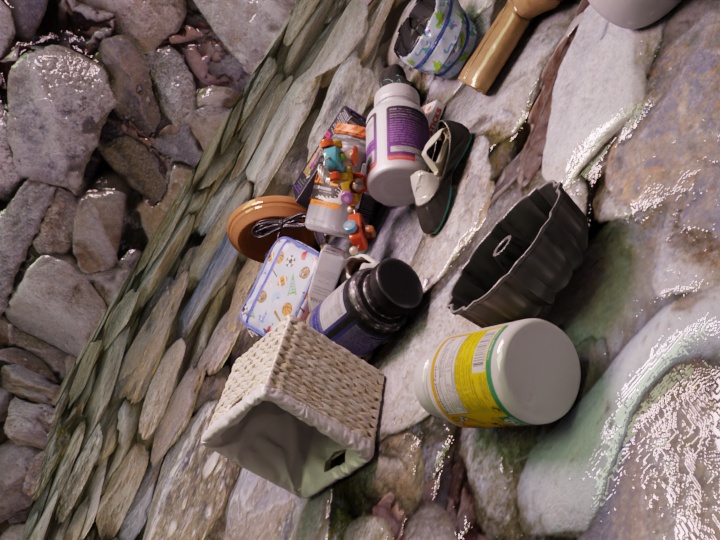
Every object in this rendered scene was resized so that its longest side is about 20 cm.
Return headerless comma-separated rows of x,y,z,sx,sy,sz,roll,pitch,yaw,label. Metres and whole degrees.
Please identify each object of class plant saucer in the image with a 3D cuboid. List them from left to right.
-0.171,-0.073,2.003,0.200,0.199,0.038,-44,39,39,plant saucer

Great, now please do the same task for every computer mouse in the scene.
-0.122,-0.016,1.943,0.139,0.201,0.046,-16,3,13,computer mouse

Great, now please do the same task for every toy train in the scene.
-0.014,-0.130,1.653,0.055,0.201,0.151,-13,46,11,toy train

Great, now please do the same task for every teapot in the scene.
0.349,-0.422,1.279,0.200,0.145,0.198,-9,55,64,teapot

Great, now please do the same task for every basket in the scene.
-0.093,0.206,1.465,0.198,0.199,0.161,-40,23,44,basket

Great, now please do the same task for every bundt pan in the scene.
0.195,-0.007,1.174,0.202,0.076,0.202,-50,9,12,bundt pan

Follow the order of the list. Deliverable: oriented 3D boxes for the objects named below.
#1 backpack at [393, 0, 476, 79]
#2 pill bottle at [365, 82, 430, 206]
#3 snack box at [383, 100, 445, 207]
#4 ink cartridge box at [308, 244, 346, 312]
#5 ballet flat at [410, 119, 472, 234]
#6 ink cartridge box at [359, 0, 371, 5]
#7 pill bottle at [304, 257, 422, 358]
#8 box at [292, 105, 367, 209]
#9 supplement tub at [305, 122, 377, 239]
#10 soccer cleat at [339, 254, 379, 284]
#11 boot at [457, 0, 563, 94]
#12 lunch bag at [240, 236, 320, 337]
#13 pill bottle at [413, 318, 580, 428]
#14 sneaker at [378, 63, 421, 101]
0.139,-0.436,1.831,0.164,0.153,0.200,-54,0,14,backpack
0.065,-0.221,1.702,0.111,0.111,0.201,-40,40,45,pill bottle
0.094,-0.211,1.786,0.072,0.024,0.201,-10,54,61,snack box
-0.076,0.059,1.702,0.163,0.057,0.201,-95,28,-85,ink cartridge box
0.119,-0.157,1.595,0.068,0.068,0.201,-17,48,56,ballet flat
0.043,-0.829,2.612,0.146,0.084,0.201,-36,32,50,ink cartridge box
0.005,0.065,1.523,0.200,0.111,0.112,-40,29,43,pill bottle
-0.030,-0.200,1.925,0.201,0.122,0.106,-56,18,14,box
-0.022,-0.160,1.803,0.122,0.122,0.202,-166,89,-69,supplement tub
0.000,0.000,1.665,0.070,0.077,0.200,-64,20,-6,soccer cleat
0.243,-0.378,1.600,0.201,0.066,0.175,-57,9,11,boot
-0.140,0.045,1.857,0.160,0.075,0.201,29,91,39,lunch bag
0.145,0.121,1.116,0.200,0.112,0.113,-20,45,60,pill bottle
0.085,-0.340,1.932,0.079,0.075,0.201,-31,41,31,sneaker
